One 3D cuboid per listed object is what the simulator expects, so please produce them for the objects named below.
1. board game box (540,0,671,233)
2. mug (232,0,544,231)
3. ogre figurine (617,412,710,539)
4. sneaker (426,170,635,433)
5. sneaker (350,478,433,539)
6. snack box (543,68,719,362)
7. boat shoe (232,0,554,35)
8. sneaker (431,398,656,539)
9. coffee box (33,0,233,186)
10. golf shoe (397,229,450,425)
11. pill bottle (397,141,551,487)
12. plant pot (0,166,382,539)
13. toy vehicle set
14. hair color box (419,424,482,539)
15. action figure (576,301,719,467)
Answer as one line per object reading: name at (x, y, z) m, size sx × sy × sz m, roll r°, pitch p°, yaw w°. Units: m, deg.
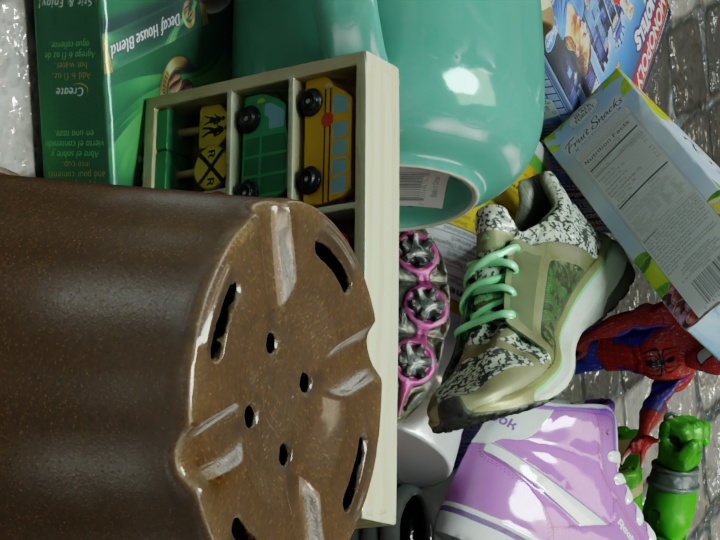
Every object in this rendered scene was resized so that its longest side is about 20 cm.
board game box at (0.128, -0.131, 1.330) m, size 0.201 × 0.061 × 0.201 m, roll -65°, pitch 144°, yaw -40°
mug at (0.003, -0.091, 1.046) m, size 0.184 × 0.151 × 0.115 m, roll 18°, pitch 63°, yaw -43°
ogre figurine at (0.142, 0.177, 1.322) m, size 0.200 × 0.097 × 0.121 m, roll -44°, pitch 131°, yaw -52°
sneaker at (0.073, 0.013, 1.144) m, size 0.089 × 0.077 × 0.200 m, roll 59°, pitch 34°, yaw -14°
sneaker at (-0.016, 0.192, 1.153) m, size 0.071 × 0.098 × 0.202 m, roll 40°, pitch 57°, yaw -58°
snack box at (0.205, -0.001, 1.219) m, size 0.168 × 0.068 × 0.200 m, roll 39°, pitch 12°, yaw -37°
boat shoe at (0.008, -0.159, 1.149) m, size 0.198 × 0.072 × 0.066 m, roll 2°, pitch 77°, yaw -21°
sneaker at (0.142, 0.137, 1.230) m, size 0.200 × 0.072 × 0.115 m, roll 33°, pitch 73°, yaw -29°
coffee box at (-0.102, -0.069, 1.042) m, size 0.123 × 0.044 × 0.202 m, roll -13°, pitch 102°, yaw -63°
golf shoe at (0.000, 0.000, 1.147) m, size 0.092 × 0.072 × 0.201 m, roll 110°, pitch -23°, yaw -55°
pill bottle at (0.035, 0.014, 1.234) m, size 0.111 × 0.110 × 0.201 m, roll 53°, pitch 45°, yaw -49°
plant pot at (-0.110, 0.047, 0.865) m, size 0.200 × 0.197 × 0.202 m, roll 2°, pitch 88°, yaw -62°
toy vehicle set at (-0.042, 0.013, 0.952) m, size 0.026 × 0.123 × 0.202 m, roll 20°, pitch 65°, yaw -53°
hair color box at (0.057, 0.158, 1.330) m, size 0.200 × 0.064 × 0.110 m, roll -18°, pitch 107°, yaw -59°
action figure at (0.122, 0.058, 1.310) m, size 0.099 × 0.199 × 0.066 m, roll -48°, pitch 131°, yaw -47°
